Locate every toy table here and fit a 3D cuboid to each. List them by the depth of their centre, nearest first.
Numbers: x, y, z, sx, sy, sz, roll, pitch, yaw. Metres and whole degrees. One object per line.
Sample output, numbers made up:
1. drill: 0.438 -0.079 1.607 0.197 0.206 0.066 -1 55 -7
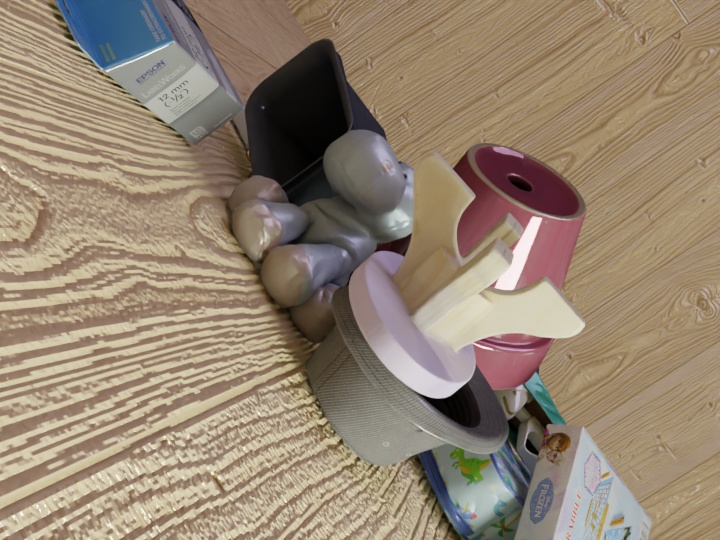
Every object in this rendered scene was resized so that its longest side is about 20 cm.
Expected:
1. toy table: 0.078 0.012 0.939 0.184 0.117 0.200 45 16 -12

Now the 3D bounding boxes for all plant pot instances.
1. plant pot: 0.123 -0.015 1.141 0.198 0.180 0.201 20 30 -12

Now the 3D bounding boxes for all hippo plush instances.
1. hippo plush: -0.006 -0.031 1.056 0.200 0.160 0.160 49 10 -42

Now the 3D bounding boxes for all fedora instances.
1. fedora: 0.026 0.100 0.972 0.199 0.090 0.178 23 29 -54

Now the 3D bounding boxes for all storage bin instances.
1. storage bin: -0.037 -0.120 1.244 0.134 0.145 0.201 44 21 -35

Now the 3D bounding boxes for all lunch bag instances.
1. lunch bag: 0.133 0.225 1.171 0.200 0.082 0.161 51 11 -37

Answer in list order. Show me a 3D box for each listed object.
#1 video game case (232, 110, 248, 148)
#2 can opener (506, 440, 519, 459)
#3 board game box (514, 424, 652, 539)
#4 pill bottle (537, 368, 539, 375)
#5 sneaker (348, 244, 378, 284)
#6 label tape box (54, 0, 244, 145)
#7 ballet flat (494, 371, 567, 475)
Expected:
1. video game case: -0.070 -0.079 1.372 0.201 0.023 0.182 62 9 30
2. can opener: 0.148 0.210 1.307 0.201 0.052 0.067 62 12 -46
3. board game box: 0.204 0.281 1.098 0.200 0.041 0.201 50 51 -41
4. pill bottle: 0.158 0.079 1.396 0.201 0.112 0.114 77 -13 -54
5. sneaker: 0.000 0.000 1.259 0.080 0.071 0.201 49 18 -25
6. label tape box: -0.193 -0.214 1.006 0.144 0.066 0.200 60 7 25
7. ballet flat: 0.169 0.152 1.194 0.201 0.067 0.070 52 28 1
